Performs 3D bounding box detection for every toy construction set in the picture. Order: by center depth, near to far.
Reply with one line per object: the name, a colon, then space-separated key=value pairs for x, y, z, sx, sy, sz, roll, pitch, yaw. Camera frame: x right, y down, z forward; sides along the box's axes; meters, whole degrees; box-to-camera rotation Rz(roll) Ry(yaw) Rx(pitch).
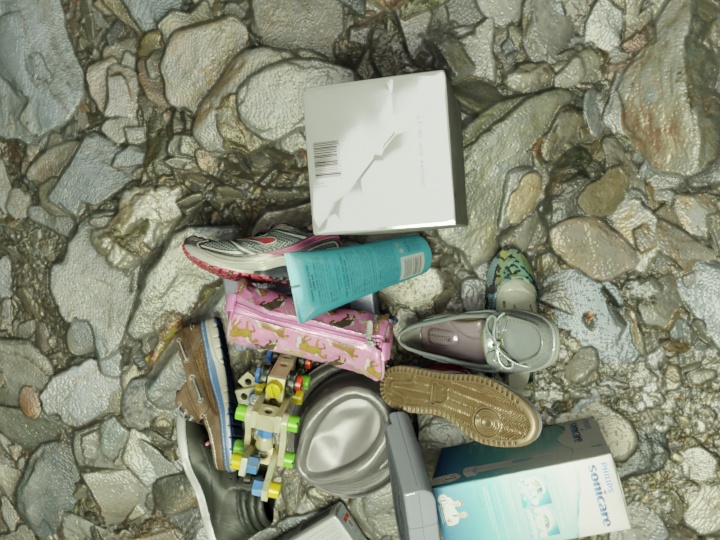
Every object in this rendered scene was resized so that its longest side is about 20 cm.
toy construction set: x=-0.107 y=0.166 z=0.829 sx=0.091 sy=0.200 sz=0.132 roll=6 pitch=108 yaw=-11

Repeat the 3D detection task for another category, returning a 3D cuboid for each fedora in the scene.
fedora: x=-0.021 y=0.208 z=0.860 sx=0.200 sy=0.090 sz=0.177 roll=-39 pitch=85 yaw=12

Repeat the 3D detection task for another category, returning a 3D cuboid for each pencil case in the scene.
pencil case: x=-0.060 y=0.069 z=0.801 sx=0.198 sy=0.083 sz=0.087 roll=14 pitch=128 yaw=2

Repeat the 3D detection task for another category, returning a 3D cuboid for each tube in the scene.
tube: x=0.000 y=0.000 z=0.794 sx=0.050 sy=0.199 sz=0.078 roll=-16 pitch=89 yaw=49

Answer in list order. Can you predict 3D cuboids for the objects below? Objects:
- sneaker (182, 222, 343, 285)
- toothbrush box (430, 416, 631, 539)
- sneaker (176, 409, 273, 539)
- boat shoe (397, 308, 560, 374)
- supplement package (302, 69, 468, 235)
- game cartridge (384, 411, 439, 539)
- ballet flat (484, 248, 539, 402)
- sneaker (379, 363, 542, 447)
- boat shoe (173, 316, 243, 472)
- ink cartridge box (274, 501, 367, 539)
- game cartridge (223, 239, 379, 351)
sneaker: x=-0.117 y=-0.022 z=0.831 sx=0.198 sy=0.081 sz=0.075 roll=6 pitch=79 yaw=4
toothbrush box: x=0.191 y=0.247 z=0.789 sx=0.198 sy=0.146 sz=0.086 roll=-16 pitch=90 yaw=11
sneaker: x=-0.176 y=0.266 z=0.914 sx=0.098 sy=0.071 sz=0.201 roll=-20 pitch=85 yaw=1
boat shoe: x=0.133 y=0.081 z=0.785 sx=0.201 sy=0.064 sz=0.075 roll=2 pitch=94 yaw=48
supplement package: x=0.038 y=-0.119 z=0.772 sx=0.149 sy=0.200 sz=0.153 roll=-4 pitch=92 yaw=13
game cartridge: x=0.061 y=0.279 z=0.785 sx=0.041 sy=0.134 sz=0.201 roll=-8 pitch=126 yaw=-1
ballet flat: x=0.187 y=0.075 z=0.818 sx=0.074 sy=0.074 sz=0.202 roll=0 pitch=95 yaw=12
sneaker: x=0.132 y=0.151 z=0.796 sx=0.199 sy=0.112 sz=0.072 roll=11 pitch=90 yaw=38
boat shoe: x=-0.201 y=0.165 z=0.891 sx=0.072 sy=0.072 sz=0.201 roll=-13 pitch=69 yaw=-1
ink cartridge box: x=-0.037 y=0.432 z=0.907 sx=0.162 sy=0.050 sz=0.201 roll=-34 pitch=94 yaw=11
game cartridge: x=-0.077 y=0.027 z=0.883 sx=0.198 sy=0.041 sz=0.134 roll=-7 pitch=95 yaw=12
